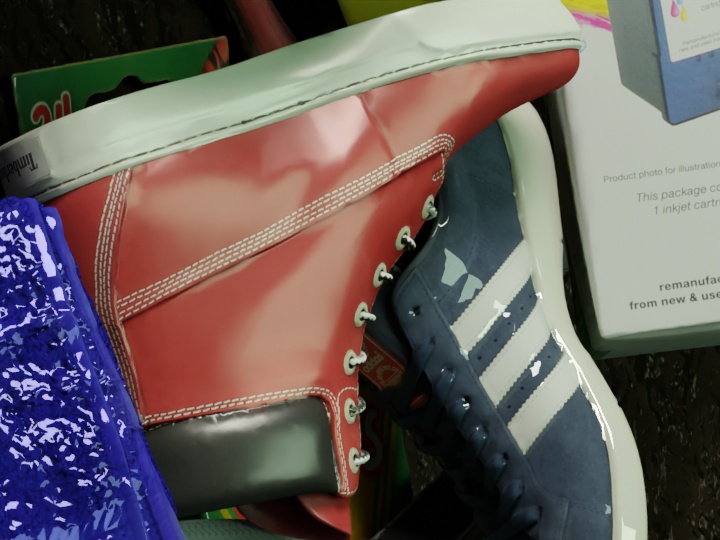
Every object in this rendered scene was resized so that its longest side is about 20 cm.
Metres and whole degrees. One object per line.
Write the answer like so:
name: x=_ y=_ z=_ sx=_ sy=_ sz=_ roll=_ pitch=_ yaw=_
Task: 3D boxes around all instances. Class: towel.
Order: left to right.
towel: x=-0.104 y=0.078 z=0.768 sx=0.148 sy=0.050 sz=0.200 roll=-14 pitch=69 yaw=-34

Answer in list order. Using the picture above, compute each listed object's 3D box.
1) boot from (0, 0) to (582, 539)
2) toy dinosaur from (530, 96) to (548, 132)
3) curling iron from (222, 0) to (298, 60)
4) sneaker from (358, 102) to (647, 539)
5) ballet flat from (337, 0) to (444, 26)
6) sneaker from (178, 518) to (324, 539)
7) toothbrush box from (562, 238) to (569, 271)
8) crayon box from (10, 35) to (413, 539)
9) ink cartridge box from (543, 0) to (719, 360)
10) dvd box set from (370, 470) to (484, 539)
boot: x=0.000 y=0.000 z=0.910 sx=0.200 sy=0.072 sz=0.144 roll=-22 pitch=91 yaw=-30
toy dinosaur: x=0.057 y=-0.058 z=1.127 sx=0.101 sy=0.058 sz=0.200 roll=74 pitch=27 yaw=-48
curling iron: x=-0.019 y=-0.075 z=1.052 sx=0.026 sy=0.050 sz=0.200 roll=-125 pitch=-167 yaw=-57
sneaker: x=0.029 y=0.036 z=0.966 sx=0.084 sy=0.075 sz=0.200 roll=-2 pitch=66 yaw=-30
ballet flat: x=0.024 y=-0.150 z=0.994 sx=0.067 sy=0.067 sz=0.200 roll=-24 pitch=125 yaw=-33
sneaker: x=-0.089 y=0.113 z=0.852 sx=0.200 sy=0.073 sz=0.071 roll=6 pitch=114 yaw=-33
toothbrush box: x=0.118 y=-0.109 z=1.238 sx=0.146 sy=0.085 sz=0.200 roll=-16 pitch=99 yaw=-58
crayon box: x=-0.044 y=0.024 z=0.983 sx=0.127 sy=0.051 sz=0.200 roll=-19 pitch=100 yaw=-57
ink cartridge box: x=0.106 y=-0.074 z=1.044 sx=0.145 sy=0.087 sz=0.200 roll=74 pitch=10 yaw=-86
dvd box set: x=0.024 y=0.177 z=1.026 sx=0.146 sy=0.029 sz=0.200 roll=-40 pitch=134 yaw=-49
